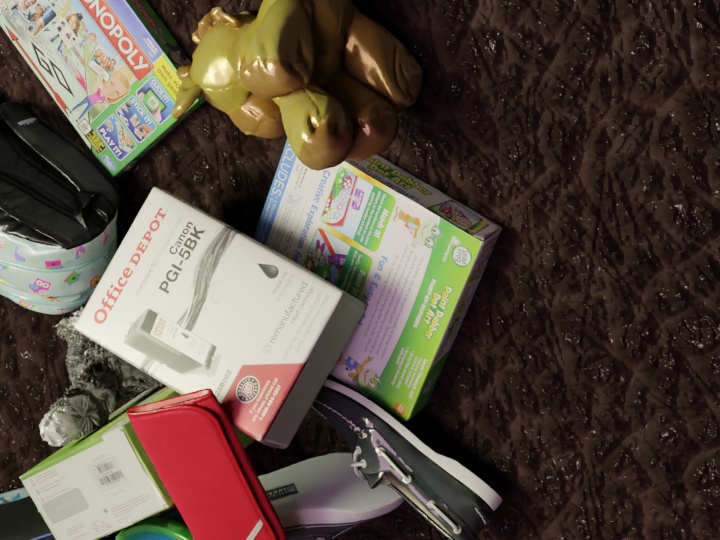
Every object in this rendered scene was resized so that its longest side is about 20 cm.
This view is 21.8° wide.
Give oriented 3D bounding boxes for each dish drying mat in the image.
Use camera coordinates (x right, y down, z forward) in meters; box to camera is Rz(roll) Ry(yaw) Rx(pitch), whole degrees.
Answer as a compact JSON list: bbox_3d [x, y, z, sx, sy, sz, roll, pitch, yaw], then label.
[{"bbox_3d":[-0.124,0.181,1.574,0.077,0.018,0.200,-14,128,11],"label":"dish drying mat"}]

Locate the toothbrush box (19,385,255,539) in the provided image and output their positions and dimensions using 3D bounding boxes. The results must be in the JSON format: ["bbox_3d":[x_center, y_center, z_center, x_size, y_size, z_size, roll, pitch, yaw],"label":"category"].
[{"bbox_3d":[-0.186,0.159,1.701,0.146,0.200,0.086,-27,94,36],"label":"toothbrush box"}]

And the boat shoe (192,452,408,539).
[{"bbox_3d":[-0.054,0.220,1.681,0.068,0.200,0.072,94,156,-43],"label":"boat shoe"}]

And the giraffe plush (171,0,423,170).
[{"bbox_3d":[-0.073,-0.167,1.535,0.162,0.173,0.200,-20,90,43],"label":"giraffe plush"}]

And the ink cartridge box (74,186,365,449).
[{"bbox_3d":[-0.121,0.040,1.597,0.200,0.083,0.147,28,88,17],"label":"ink cartridge box"}]

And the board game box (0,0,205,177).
[{"bbox_3d":[-0.237,-0.201,1.687,0.135,0.029,0.200,-37,89,37],"label":"board game box"}]

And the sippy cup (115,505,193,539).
[{"bbox_3d":[-0.147,0.272,1.768,0.178,0.130,0.140,24,121,21],"label":"sippy cup"}]

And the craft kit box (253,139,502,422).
[{"bbox_3d":[0.000,0.000,1.623,0.197,0.049,0.200,33,123,18],"label":"craft kit box"}]

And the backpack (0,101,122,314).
[{"bbox_3d":[-0.315,-0.053,1.731,0.200,0.167,0.127,27,141,15],"label":"backpack"}]

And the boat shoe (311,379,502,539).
[{"bbox_3d":[0.028,0.168,1.645,0.200,0.060,0.076,33,167,14],"label":"boat shoe"}]

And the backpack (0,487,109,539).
[{"bbox_3d":[-0.347,0.327,1.885,0.147,0.183,0.200,27,125,46],"label":"backpack"}]

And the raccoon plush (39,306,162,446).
[{"bbox_3d":[-0.262,0.088,1.715,0.134,0.200,0.097,-17,102,45],"label":"raccoon plush"}]
